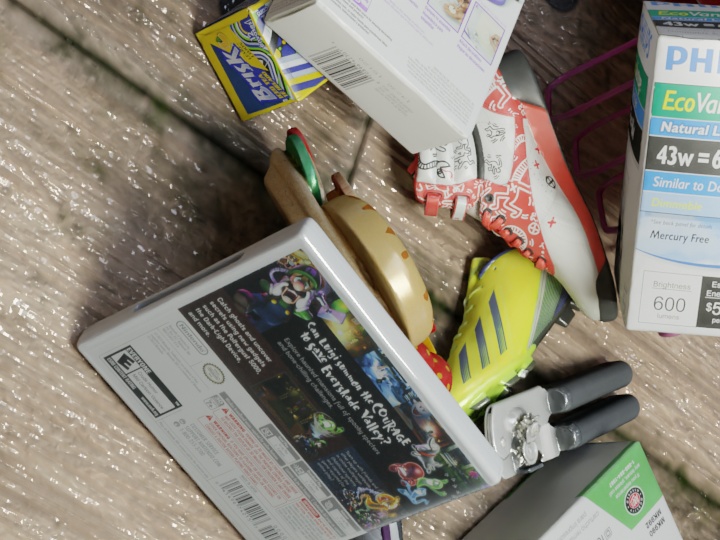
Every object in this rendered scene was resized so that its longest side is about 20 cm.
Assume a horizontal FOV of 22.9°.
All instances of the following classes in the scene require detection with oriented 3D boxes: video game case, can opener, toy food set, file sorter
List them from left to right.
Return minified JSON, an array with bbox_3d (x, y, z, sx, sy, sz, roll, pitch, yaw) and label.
[{"bbox_3d":[-0.042,0.079,1.053,0.200,0.181,0.023,52,34,-21],"label":"video game case"},{"bbox_3d":[0.000,0.000,1.110,0.048,0.198,0.200,-32,139,-2],"label":"toy food set"},{"bbox_3d":[0.136,0.105,1.287,0.199,0.066,0.053,-15,94,-50],"label":"can opener"},{"bbox_3d":[0.234,-0.071,1.333,0.201,0.125,0.139,61,16,-14],"label":"file sorter"}]

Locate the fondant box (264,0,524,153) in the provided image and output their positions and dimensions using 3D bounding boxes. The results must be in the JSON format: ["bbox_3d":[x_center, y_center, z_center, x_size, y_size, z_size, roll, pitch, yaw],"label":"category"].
[{"bbox_3d":[0.038,-0.200,1.167,0.144,0.058,0.201,39,59,-29],"label":"fondant box"}]

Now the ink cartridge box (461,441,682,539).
[{"bbox_3d":[0.172,0.244,1.270,0.146,0.084,0.201,-37,107,-38],"label":"ink cartridge box"}]

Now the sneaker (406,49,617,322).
[{"bbox_3d":[0.100,-0.043,1.245,0.107,0.067,0.203,-22,91,0],"label":"sneaker"}]

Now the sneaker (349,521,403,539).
[{"bbox_3d":[-0.039,0.111,1.138,0.087,0.074,0.202,-20,95,-16],"label":"sneaker"}]

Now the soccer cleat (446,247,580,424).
[{"bbox_3d":[0.097,0.036,1.272,0.084,0.065,0.200,39,58,6],"label":"soccer cleat"}]

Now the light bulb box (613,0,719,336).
[{"bbox_3d":[0.278,-0.067,1.189,0.125,0.196,0.202,-79,172,-71],"label":"light bulb box"}]

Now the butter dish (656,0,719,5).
[{"bbox_3d":[0.323,-0.227,1.396,0.147,0.200,0.200,-35,110,0],"label":"butter dish"}]

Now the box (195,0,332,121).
[{"bbox_3d":[-0.014,-0.181,1.198,0.200,0.064,0.070,-40,108,-37],"label":"box"}]
